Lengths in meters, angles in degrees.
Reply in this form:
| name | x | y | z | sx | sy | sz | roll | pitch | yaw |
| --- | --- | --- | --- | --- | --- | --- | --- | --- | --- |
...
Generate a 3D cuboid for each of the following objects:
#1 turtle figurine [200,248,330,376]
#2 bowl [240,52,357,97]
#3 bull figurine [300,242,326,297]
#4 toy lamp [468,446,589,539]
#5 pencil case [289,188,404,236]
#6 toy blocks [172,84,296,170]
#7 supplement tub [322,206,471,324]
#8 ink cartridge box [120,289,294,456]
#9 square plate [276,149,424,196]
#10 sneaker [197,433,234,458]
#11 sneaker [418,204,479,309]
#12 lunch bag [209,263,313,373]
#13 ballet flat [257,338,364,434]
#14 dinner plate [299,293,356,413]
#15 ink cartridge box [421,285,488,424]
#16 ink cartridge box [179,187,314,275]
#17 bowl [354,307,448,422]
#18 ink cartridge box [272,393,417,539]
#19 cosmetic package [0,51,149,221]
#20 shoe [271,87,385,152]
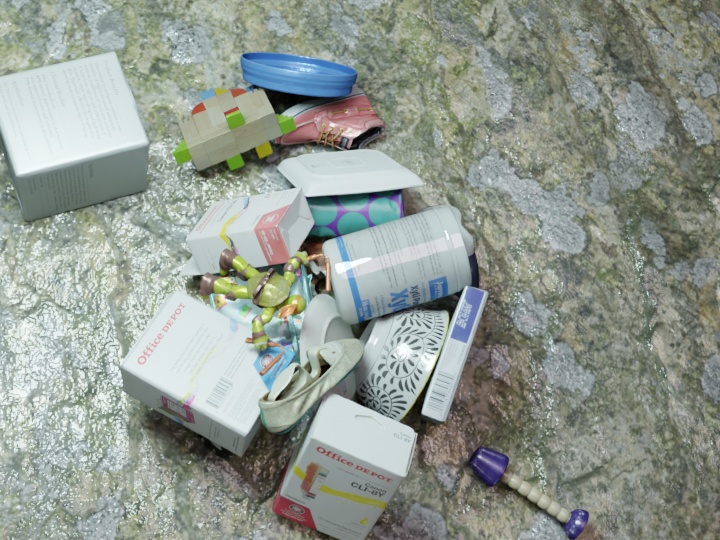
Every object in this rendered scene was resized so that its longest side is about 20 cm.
| name | x | y | z | sx | sy | sz | roll | pitch | yaw |
| --- | --- | --- | --- | --- | --- | --- | --- | --- | --- |
| turtle figurine | -0.141 | 0.036 | 1.340 | 0.160 | 0.065 | 0.201 | 19 | 67 | 18 |
| bowl | -0.105 | -0.329 | 1.622 | 0.199 | 0.201 | 0.040 | 5 | 110 | -13 |
| bull figurine | 0.000 | 0.000 | 1.559 | 0.198 | 0.066 | 0.122 | 3 | 37 | -5 |
| toy lamp | 0.259 | 0.343 | 1.502 | 0.199 | 0.058 | 0.058 | 34 | 64 | 1 |
| pencil case | -0.027 | -0.089 | 1.552 | 0.198 | 0.093 | 0.086 | -1 | 41 | -3 |
| toy blocks | -0.221 | -0.249 | 1.584 | 0.198 | 0.100 | 0.137 | -24 | 47 | -5 |
| supplement tub | 0.052 | -0.007 | 1.432 | 0.198 | 0.132 | 0.133 | -16 | 72 | -2 |
| ink cartridge box | -0.214 | 0.141 | 1.350 | 0.199 | 0.085 | 0.145 | 28 | 57 | 5 |
| square plate | -0.021 | -0.164 | 1.574 | 0.196 | 0.200 | 0.029 | -6 | 111 | -17 |
| sneaker | -0.234 | 0.180 | 1.435 | 0.200 | 0.078 | 0.090 | 49 | 55 | 3 |
| sneaker | 0.146 | -0.011 | 1.610 | 0.080 | 0.148 | 0.200 | -9 | 26 | -8 |
| lunch bag | -0.142 | 0.067 | 1.475 | 0.159 | 0.077 | 0.202 | -15 | 72 | 1 |
| ballet flat | -0.064 | 0.141 | 1.319 | 0.200 | 0.067 | 0.063 | -45 | 122 | -37 |
| dinner plate | -0.038 | 0.134 | 1.444 | 0.024 | 0.200 | 0.202 | -6 | 65 | 22 |
| ink cartridge box | 0.139 | 0.132 | 1.457 | 0.040 | 0.200 | 0.201 | 19 | 81 | 7 |
| ink cartridge box | -0.184 | -0.057 | 1.466 | 0.198 | 0.068 | 0.117 | -8 | 30 | 23 |
| bowl | 0.044 | 0.128 | 1.449 | 0.094 | 0.201 | 0.202 | 29 | 64 | -7 |
| ink cartridge box | -0.026 | 0.285 | 1.363 | 0.144 | 0.201 | 0.084 | 23 | 42 | -3 |
| cosmetic package | -0.444 | -0.203 | 1.477 | 0.198 | 0.167 | 0.169 | -17 | 74 | -20 |
| shoe | -0.054 | -0.241 | 1.645 | 0.199 | 0.072 | 0.091 | -25 | 67 | -27 |
